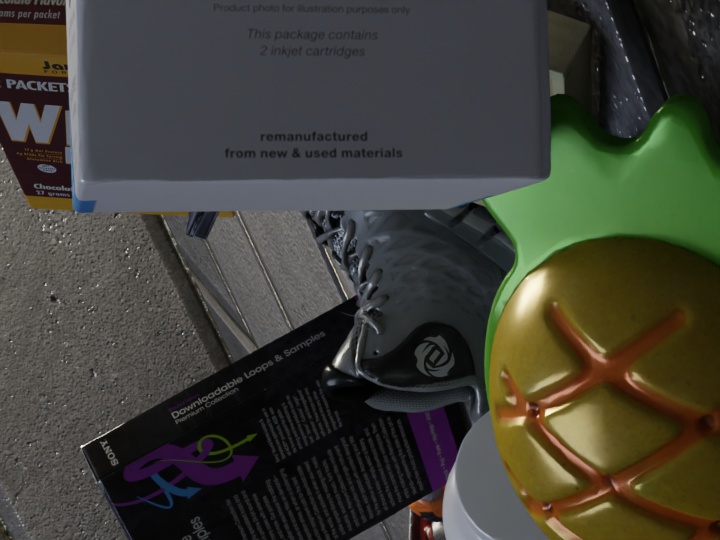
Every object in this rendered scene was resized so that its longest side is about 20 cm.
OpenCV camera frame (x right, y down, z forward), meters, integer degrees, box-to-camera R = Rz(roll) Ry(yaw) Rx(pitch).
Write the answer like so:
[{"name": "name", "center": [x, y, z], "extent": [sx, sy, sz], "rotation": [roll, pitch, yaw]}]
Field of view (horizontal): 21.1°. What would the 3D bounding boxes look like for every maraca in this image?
[{"name": "maraca", "center": [0.105, 0.031, 0.696], "extent": [0.107, 0.136, 0.201], "rotation": [-48, -47, -54]}]

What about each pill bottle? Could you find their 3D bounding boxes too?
[{"name": "pill bottle", "center": [0.099, 0.131, 0.960], "extent": [0.104, 0.104, 0.200], "rotation": [57, 178, 27]}]

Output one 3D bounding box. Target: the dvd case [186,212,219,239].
[{"name": "dvd case", "center": [-0.062, -0.130, 1.004], "extent": [0.149, 0.016, 0.201], "rotation": [130, 150, -73]}]

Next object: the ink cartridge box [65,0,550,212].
[{"name": "ink cartridge box", "center": [-0.025, -0.124, 0.642], "extent": [0.147, 0.145, 0.201], "rotation": [166, 102, -81]}]

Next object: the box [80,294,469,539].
[{"name": "box", "center": [-0.039, 0.101, 1.061], "extent": [0.036, 0.199, 0.143], "rotation": [50, 165, 44]}]

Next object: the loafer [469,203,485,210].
[{"name": "loafer", "center": [0.022, -0.098, 0.954], "extent": [0.063, 0.072, 0.200], "rotation": [34, 162, 35]}]

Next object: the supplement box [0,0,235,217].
[{"name": "supplement box", "center": [-0.140, -0.163, 1.153], "extent": [0.200, 0.132, 0.198], "rotation": [83, -169, -66]}]

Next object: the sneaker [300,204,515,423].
[{"name": "sneaker", "center": [0.000, 0.000, 0.940], "extent": [0.200, 0.116, 0.075], "rotation": [36, 164, 13]}]

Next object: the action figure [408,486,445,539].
[{"name": "action figure", "center": [0.076, 0.182, 1.336], "extent": [0.201, 0.104, 0.194], "rotation": [-90, -20, -49]}]

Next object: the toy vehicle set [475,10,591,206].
[{"name": "toy vehicle set", "center": [0.003, -0.089, 0.829], "extent": [0.199, 0.027, 0.124], "rotation": [22, 155, 17]}]

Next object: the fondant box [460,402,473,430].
[{"name": "fondant box", "center": [0.058, 0.041, 1.152], "extent": [0.144, 0.058, 0.201], "rotation": [48, 164, 54]}]
